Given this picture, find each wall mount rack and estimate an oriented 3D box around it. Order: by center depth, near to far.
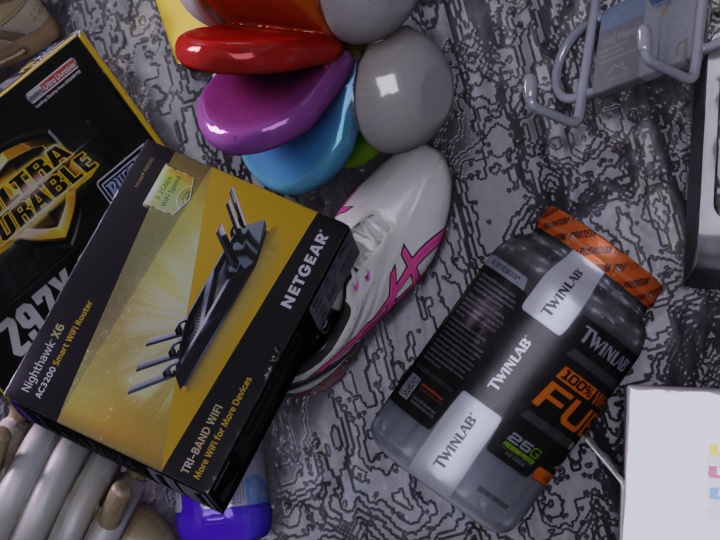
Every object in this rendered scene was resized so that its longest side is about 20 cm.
[{"bbox_3d":[0.173,-0.194,1.413,0.074,0.200,0.175,20,67,-31],"label":"wall mount rack"}]

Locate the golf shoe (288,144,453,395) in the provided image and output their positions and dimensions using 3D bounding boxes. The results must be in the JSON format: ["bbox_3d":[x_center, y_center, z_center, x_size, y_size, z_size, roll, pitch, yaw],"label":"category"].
[{"bbox_3d":[0.000,0.000,1.461,0.072,0.092,0.201,32,89,8],"label":"golf shoe"}]

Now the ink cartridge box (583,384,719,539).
[{"bbox_3d":[0.246,0.141,1.407,0.199,0.129,0.126,3,87,7],"label":"ink cartridge box"}]

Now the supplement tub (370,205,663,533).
[{"bbox_3d":[0.108,0.064,1.429,0.122,0.123,0.200,36,91,7],"label":"supplement tub"}]

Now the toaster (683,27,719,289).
[{"bbox_3d":[0.312,-0.078,1.420,0.180,0.119,0.201,4,86,5],"label":"toaster"}]

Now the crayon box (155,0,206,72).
[{"bbox_3d":[-0.060,-0.255,1.500,0.199,0.058,0.174,-20,84,5],"label":"crayon box"}]

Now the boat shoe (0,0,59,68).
[{"bbox_3d":[-0.306,-0.142,1.510,0.199,0.072,0.065,-23,127,23],"label":"boat shoe"}]

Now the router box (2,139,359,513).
[{"bbox_3d":[-0.115,0.034,1.391,0.157,0.052,0.201,22,74,17],"label":"router box"}]

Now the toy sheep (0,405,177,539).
[{"bbox_3d":[-0.217,0.155,1.453,0.199,0.138,0.138,28,89,3],"label":"toy sheep"}]

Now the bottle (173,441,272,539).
[{"bbox_3d":[-0.102,0.088,1.470,0.065,0.084,0.201,-6,85,6],"label":"bottle"}]

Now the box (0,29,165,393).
[{"bbox_3d":[-0.222,-0.039,1.444,0.200,0.049,0.160,-42,109,-24],"label":"box"}]

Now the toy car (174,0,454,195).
[{"bbox_3d":[-0.049,-0.137,1.371,0.174,0.201,0.150,9,42,35],"label":"toy car"}]
